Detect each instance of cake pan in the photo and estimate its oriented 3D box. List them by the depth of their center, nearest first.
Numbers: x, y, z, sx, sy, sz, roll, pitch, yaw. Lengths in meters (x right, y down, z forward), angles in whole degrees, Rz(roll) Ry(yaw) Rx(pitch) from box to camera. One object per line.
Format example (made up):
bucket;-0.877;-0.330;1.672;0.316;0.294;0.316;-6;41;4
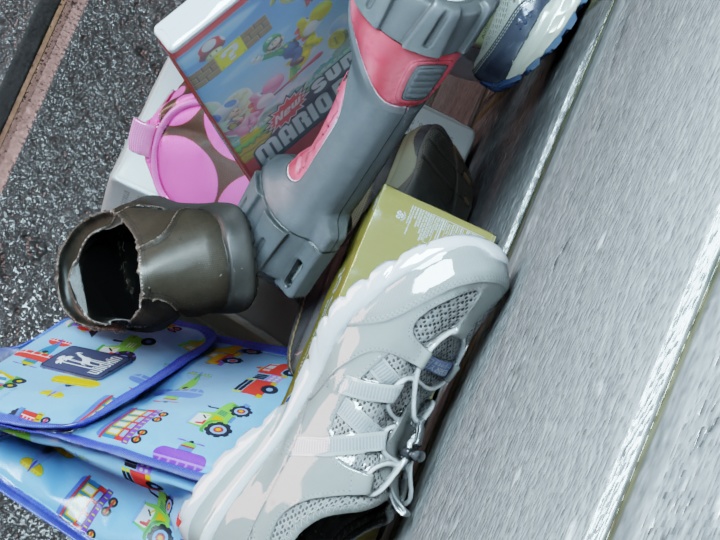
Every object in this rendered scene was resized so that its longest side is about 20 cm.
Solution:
cake pan;-0.088;0.035;1.522;0.037;0.200;0.200;-60;2;-16

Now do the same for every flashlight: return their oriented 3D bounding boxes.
flashlight;-0.005;-0.079;1.149;0.200;0.068;0.068;-55;4;42

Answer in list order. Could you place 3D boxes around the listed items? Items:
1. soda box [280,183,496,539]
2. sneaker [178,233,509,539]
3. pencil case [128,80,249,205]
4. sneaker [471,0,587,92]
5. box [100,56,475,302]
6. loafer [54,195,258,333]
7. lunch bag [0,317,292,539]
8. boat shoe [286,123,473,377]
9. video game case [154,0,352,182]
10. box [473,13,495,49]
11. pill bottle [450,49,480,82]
soda box;-0.003;0.064;1.165;0.068;0.064;0.201;132;162;-74
sneaker;0.008;0.073;1.056;0.200;0.082;0.075;-53;-33;15
pencil case;-0.060;-0.092;1.347;0.200;0.093;0.091;-56;-25;-68
sneaker;0.092;-0.193;1.246;0.077;0.085;0.201;165;128;-85
box;-0.054;-0.049;1.536;0.199;0.199;0.131;128;166;-73
loafer;-0.123;-0.004;1.236;0.200;0.071;0.073;-13;84;62
lunch bag;-0.121;0.085;1.280;0.150;0.199;0.095;-39;-37;-53
boat shoe;0.000;0.000;1.291;0.073;0.075;0.200;-10;33;32
video game case;-0.017;-0.116;1.163;0.143;0.017;0.200;-39;-22;-3
box;-0.019;-0.190;1.307;0.200;0.175;0.097;4;-79;-61
pill bottle;0.076;-0.225;1.445;0.114;0.113;0.201;164;130;-85
